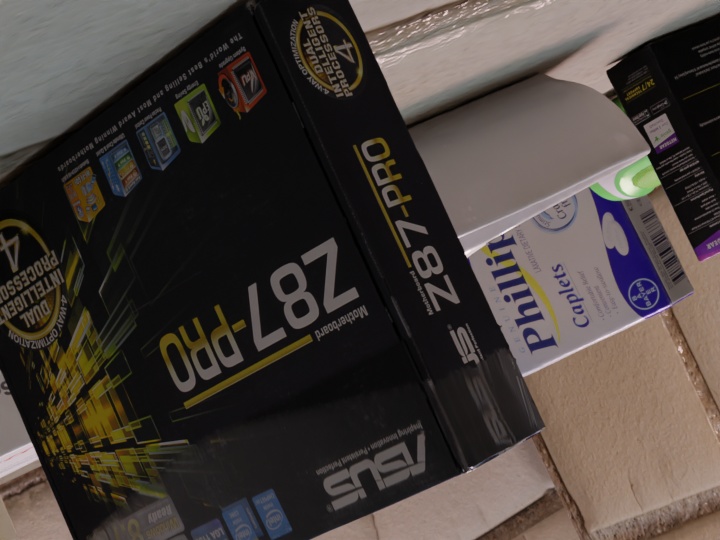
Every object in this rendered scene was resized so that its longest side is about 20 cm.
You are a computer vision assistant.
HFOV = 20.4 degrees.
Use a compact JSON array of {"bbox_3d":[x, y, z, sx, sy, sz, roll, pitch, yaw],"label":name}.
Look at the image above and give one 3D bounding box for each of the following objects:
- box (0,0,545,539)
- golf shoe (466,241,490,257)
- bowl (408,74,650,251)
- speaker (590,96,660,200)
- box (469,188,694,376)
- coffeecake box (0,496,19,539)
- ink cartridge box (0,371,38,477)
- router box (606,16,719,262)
[{"bbox_3d":[-0.049,0.018,0.688,0.199,0.162,0.049,-28,176,43],"label":"box"},{"bbox_3d":[0.077,-0.041,1.547,0.094,0.078,0.199,-23,177,-44],"label":"golf shoe"},{"bbox_3d":[0.053,-0.049,1.226,0.199,0.075,0.199,-25,177,-31],"label":"bowl"},{"bbox_3d":[0.260,-0.125,1.593,0.088,0.089,0.199,-23,176,-42],"label":"speaker"},{"bbox_3d":[0.189,-0.013,1.942,0.199,0.185,0.105,-28,178,23],"label":"box"},{"bbox_3d":[-0.258,0.201,1.283,0.073,0.155,0.200,-23,176,-19],"label":"coffeecake box"},{"bbox_3d":[-0.170,0.049,0.917,0.145,0.085,0.200,-25,177,-33],"label":"ink cartridge box"},{"bbox_3d":[0.281,-0.109,1.418,0.199,0.150,0.051,-23,175,-40],"label":"router box"}]
